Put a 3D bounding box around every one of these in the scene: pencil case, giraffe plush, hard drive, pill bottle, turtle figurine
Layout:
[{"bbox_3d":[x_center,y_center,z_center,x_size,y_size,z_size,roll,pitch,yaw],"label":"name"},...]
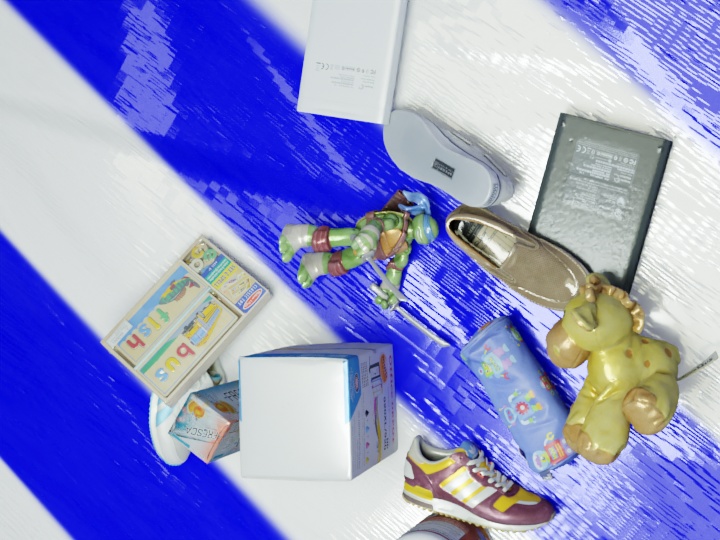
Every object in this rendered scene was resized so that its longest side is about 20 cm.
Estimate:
[{"bbox_3d":[0.198,0.156,1.623,0.087,0.078,0.201,-36,81,24],"label":"pencil case"},{"bbox_3d":[0.283,0.097,1.519,0.200,0.173,0.163,-40,98,-1],"label":"giraffe plush"},{"bbox_3d":[-0.009,-0.295,1.692,0.131,0.027,0.202,12,97,30],"label":"hard drive"},{"bbox_3d":[0.282,-0.076,1.605,0.138,0.033,0.202,17,98,18],"label":"hard drive"},{"bbox_3d":[0.087,0.364,1.607,0.111,0.200,0.114,1,93,19],"label":"pill bottle"},{"bbox_3d":[0.000,0.000,1.653,0.192,0.144,0.202,-4,88,23],"label":"turtle figurine"}]

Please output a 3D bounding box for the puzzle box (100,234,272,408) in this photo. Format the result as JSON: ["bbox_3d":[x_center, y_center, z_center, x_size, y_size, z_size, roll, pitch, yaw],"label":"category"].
[{"bbox_3d":[-0.229,0.066,1.746,0.133,0.025,0.200,37,78,21],"label":"puzzle box"}]

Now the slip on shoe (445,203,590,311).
[{"bbox_3d":[0.188,-0.015,1.592,0.199,0.061,0.076,37,108,13],"label":"slip on shoe"}]

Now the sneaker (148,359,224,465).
[{"bbox_3d":[-0.230,0.166,1.778,0.080,0.076,0.202,9,98,17],"label":"sneaker"}]

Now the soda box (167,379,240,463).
[{"bbox_3d":[-0.161,0.186,1.687,0.068,0.200,0.064,34,103,16],"label":"soda box"}]

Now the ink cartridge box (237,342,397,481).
[{"bbox_3d":[-0.049,0.171,1.647,0.143,0.200,0.149,-1,92,17],"label":"ink cartridge box"}]

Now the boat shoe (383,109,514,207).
[{"bbox_3d":[0.108,-0.135,1.648,0.200,0.065,0.074,43,118,34],"label":"boat shoe"}]

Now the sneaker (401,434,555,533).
[{"bbox_3d":[0.147,0.262,1.648,0.198,0.075,0.091,9,101,18],"label":"sneaker"}]
